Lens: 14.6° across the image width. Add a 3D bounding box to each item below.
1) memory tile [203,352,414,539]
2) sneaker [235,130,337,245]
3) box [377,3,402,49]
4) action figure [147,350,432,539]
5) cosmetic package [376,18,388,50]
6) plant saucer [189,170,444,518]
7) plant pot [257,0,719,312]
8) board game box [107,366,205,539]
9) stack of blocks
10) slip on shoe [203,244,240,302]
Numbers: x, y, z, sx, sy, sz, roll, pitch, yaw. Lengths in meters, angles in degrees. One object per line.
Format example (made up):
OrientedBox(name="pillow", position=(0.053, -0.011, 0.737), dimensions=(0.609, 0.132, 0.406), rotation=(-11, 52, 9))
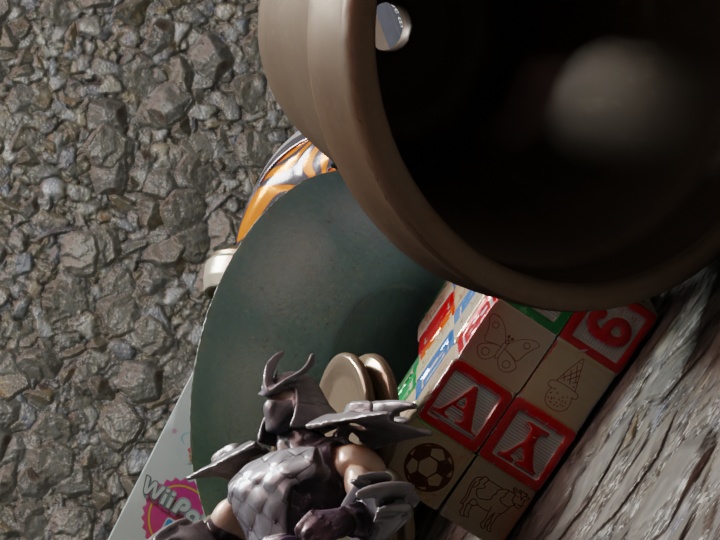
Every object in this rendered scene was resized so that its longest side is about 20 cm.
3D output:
OrientedBox(name="memory tile", position=(-0.022, 0.136, 1.141), dimensions=(0.200, 0.017, 0.154), rotation=(127, 138, -52))
OrientedBox(name="sneaker", position=(-0.007, -0.046, 1.542), dimensions=(0.200, 0.078, 0.112), rotation=(-40, 6, 27))
OrientedBox(name="box", position=(0.080, -0.178, 1.243), dimensions=(0.117, 0.197, 0.200), rotation=(-21, 1, -24))
OrientedBox(name="action figure", position=(-0.028, 0.123, 1.043), dimensions=(0.130, 0.069, 0.200), rotation=(-29, 54, 50))
OrientedBox(name="cosmetic package", position=(0.020, -0.098, 1.638), dimensions=(0.087, 0.200, 0.103), rotation=(-9, 27, 17))
OrientedBox(name="plant saucer", position=(-0.001, 0.055, 1.297), dimensions=(0.039, 0.201, 0.201), rotation=(8, 54, 36))
OrientedBox(name="plant pot", position=(0.045, -0.094, 1.069), dimensions=(0.200, 0.200, 0.175), rotation=(-58, 27, -10))
OrientedBox(name="board game box", position=(-0.064, 0.128, 1.394), dimensions=(0.200, 0.064, 0.148), rotation=(-63, -18, 10))
OrientedBox(name="stack of blocks", position=(0.063, 0.031, 1.196), dimensions=(0.115, 0.059, 0.200), rotation=(-57, 5, 10))
OrientedBox(name="slip on shoe", position=(0.000, 0.000, 1.378), dimensions=(0.076, 0.200, 0.061), rotation=(1, 82, 44))
